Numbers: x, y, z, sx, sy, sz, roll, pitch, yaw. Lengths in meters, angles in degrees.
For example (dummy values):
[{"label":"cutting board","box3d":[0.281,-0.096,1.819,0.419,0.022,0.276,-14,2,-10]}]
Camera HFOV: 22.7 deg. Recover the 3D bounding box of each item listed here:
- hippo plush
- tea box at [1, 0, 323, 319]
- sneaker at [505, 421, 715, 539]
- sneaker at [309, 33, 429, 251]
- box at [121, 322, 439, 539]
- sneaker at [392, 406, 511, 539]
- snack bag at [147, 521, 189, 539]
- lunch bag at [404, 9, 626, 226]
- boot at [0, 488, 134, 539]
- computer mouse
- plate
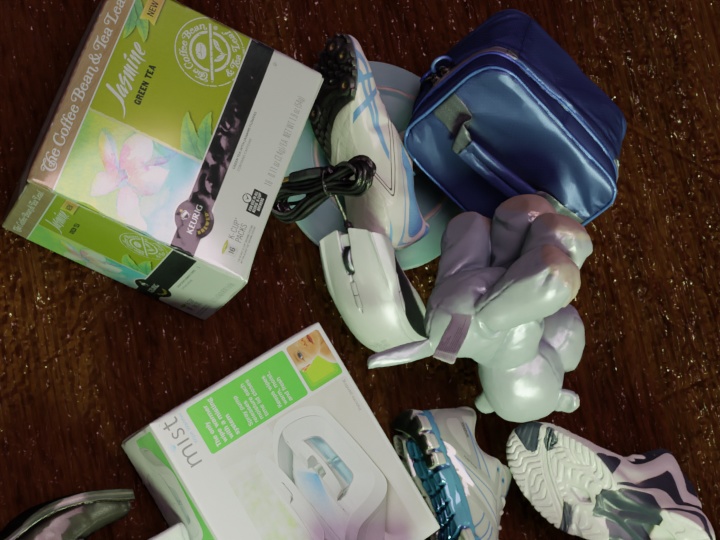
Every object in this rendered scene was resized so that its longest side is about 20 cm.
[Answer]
[{"label":"hippo plush","box3d":[0.140,0.052,1.506,0.161,0.158,0.201,54,47,-30]},{"label":"tea box","box3d":[-0.165,-0.100,1.488,0.195,0.134,0.201,24,68,-13]},{"label":"sneaker","box3d":[0.224,0.189,1.585,0.198,0.130,0.080,25,103,10]},{"label":"sneaker","box3d":[0.007,-0.111,1.574,0.072,0.072,0.202,-3,73,-44]},{"label":"box","box3d":[-0.068,0.177,1.470,0.176,0.097,0.201,-29,88,-28]},{"label":"sneaker","box3d":[0.101,0.208,1.540,0.086,0.075,0.202,-11,80,-29]},{"label":"snack bag","box3d":[-0.179,0.324,1.385,0.188,0.021,0.202,-25,101,-32]},{"label":"lunch bag","box3d":[0.133,-0.121,1.573,0.200,0.136,0.133,41,32,-17]},{"label":"boot","box3d":[-0.242,0.275,1.397,0.199,0.069,0.175,-23,89,-21]},{"label":"computer mouse","box3d":[0.000,0.000,1.521,0.201,0.109,0.044,63,35,-23]},{"label":"plate","box3d":[0.018,-0.099,1.620,0.198,0.026,0.202,6,72,-19]}]
